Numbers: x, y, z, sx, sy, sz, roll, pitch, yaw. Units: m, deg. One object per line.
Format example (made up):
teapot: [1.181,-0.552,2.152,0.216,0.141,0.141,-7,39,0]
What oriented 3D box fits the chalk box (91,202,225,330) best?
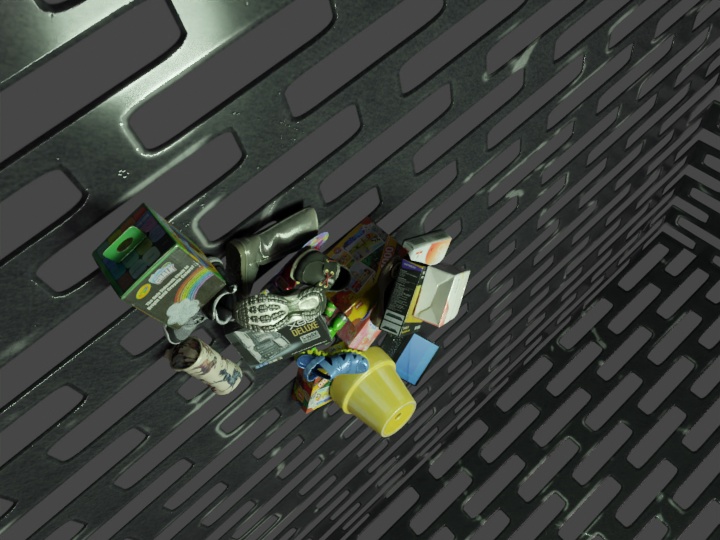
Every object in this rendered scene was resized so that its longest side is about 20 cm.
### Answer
chalk box: [-0.342,-0.013,0.987,0.125,0.124,0.200,-44,148,-5]

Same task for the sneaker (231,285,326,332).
sneaker: [-0.168,0.073,1.178,0.199,0.088,0.078,-6,97,-38]

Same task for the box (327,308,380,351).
box: [0.020,0.103,1.588,0.201,0.103,0.094,-53,149,10]

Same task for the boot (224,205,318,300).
boot: [-0.182,-0.032,1.231,0.199,0.072,0.183,-34,155,-39]

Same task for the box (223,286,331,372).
box: [-0.181,0.133,1.333,0.198,0.050,0.158,-21,138,1]

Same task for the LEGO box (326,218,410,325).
LEGO box: [0.000,0.000,1.387,0.200,0.149,0.077,-44,149,-8]

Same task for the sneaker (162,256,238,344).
sneaker: [-0.304,0.081,1.146,0.075,0.114,0.201,8,119,-54]

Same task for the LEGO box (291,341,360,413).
LEGO box: [-0.085,0.293,1.693,0.199,0.077,0.150,-20,139,-38]

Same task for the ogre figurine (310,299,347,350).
ogre figurine: [-0.113,0.120,1.446,0.199,0.098,0.121,-1,120,-56]

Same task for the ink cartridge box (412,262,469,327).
ink cartridge box: [0.185,0.048,1.337,0.200,0.067,0.118,-8,116,-70]

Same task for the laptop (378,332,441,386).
laptop: [0.135,0.292,1.943,0.199,0.103,0.178,1,124,-52]

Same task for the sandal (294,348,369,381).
sandal: [-0.075,0.252,1.554,0.198,0.087,0.080,1,126,-2]

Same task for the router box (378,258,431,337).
router box: [0.112,0.060,1.327,0.159,0.052,0.200,-72,163,5]

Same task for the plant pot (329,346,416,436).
plant pot: [0.047,0.345,1.658,0.200,0.189,0.202,-32,146,-25]

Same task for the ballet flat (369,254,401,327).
ballet flat: [0.063,0.053,1.317,0.067,0.046,0.201,-22,139,-38]

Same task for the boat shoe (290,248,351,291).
boat shoe: [-0.078,0.004,1.240,0.074,0.063,0.201,-62,158,6]

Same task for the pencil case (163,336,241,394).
pencil case: [-0.332,0.207,1.291,0.200,0.089,0.078,58,48,-59]

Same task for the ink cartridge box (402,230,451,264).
ink cartridge box: [0.162,-0.008,1.693,0.161,0.050,0.201,-17,134,-40]

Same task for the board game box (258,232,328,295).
board game box: [-0.129,0.002,1.277,0.200,0.039,0.158,-44,174,8]
